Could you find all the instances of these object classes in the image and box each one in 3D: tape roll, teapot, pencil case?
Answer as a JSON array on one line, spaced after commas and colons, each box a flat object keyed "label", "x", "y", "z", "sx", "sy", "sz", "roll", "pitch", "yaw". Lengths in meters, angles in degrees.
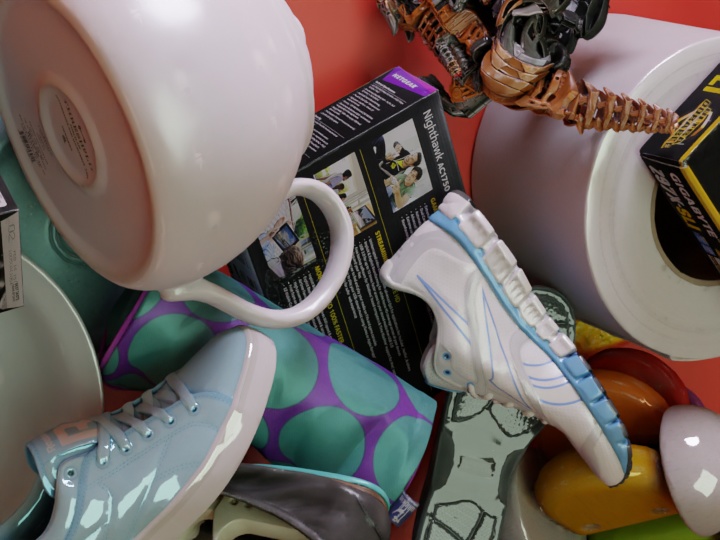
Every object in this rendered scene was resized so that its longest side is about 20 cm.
[{"label": "tape roll", "x": 0.190, "y": -0.058, "z": 1.152, "sx": 0.201, "sy": 0.139, "sz": 0.205, "roll": -7, "pitch": 105, "yaw": -26}, {"label": "teapot", "x": -0.089, "y": -0.092, "z": 0.926, "sx": 0.145, "sy": 0.197, "sz": 0.201, "roll": -26, "pitch": 146, "yaw": -29}, {"label": "pencil case", "x": -0.053, "y": 0.069, "z": 1.022, "sx": 0.199, "sy": 0.085, "sz": 0.093, "roll": 33, "pitch": 98, "yaw": -16}]

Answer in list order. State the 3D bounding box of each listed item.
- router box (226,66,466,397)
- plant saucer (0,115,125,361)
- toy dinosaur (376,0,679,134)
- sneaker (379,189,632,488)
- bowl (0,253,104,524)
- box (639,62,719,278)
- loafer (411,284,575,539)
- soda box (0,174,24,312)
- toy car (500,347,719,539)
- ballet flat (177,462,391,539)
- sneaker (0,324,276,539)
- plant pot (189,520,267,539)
[{"label": "router box", "x": 0.000, "y": 0.000, "z": 1.099, "sx": 0.148, "sy": 0.051, "sz": 0.201, "roll": -30, "pitch": 125, "yaw": -19}, {"label": "plant saucer", "x": -0.163, "y": -0.027, "z": 1.033, "sx": 0.198, "sy": 0.036, "sz": 0.202, "roll": -7, "pitch": 106, "yaw": -27}, {"label": "toy dinosaur", "x": 0.103, "y": -0.140, "z": 1.061, "sx": 0.199, "sy": 0.102, "sz": 0.136, "roll": 33, "pitch": 99, "yaw": 4}, {"label": "sneaker", "x": 0.085, "y": 0.056, "z": 1.076, "sx": 0.086, "sy": 0.075, "sz": 0.201, "roll": -37, "pitch": 93, "yaw": 0}, {"label": "bowl", "x": -0.243, "y": 0.076, "z": 0.952, "sx": 0.200, "sy": 0.090, "sz": 0.203, "roll": -1, "pitch": 92, "yaw": -34}, {"label": "box", "x": 0.280, "y": -0.079, "z": 1.088, "sx": 0.200, "sy": 0.049, "sz": 0.160, "roll": -45, "pitch": 117, "yaw": -12}, {"label": "loafer", "x": 0.074, "y": 0.101, "z": 1.139, "sx": 0.071, "sy": 0.063, "sz": 0.202, "roll": 21, "pitch": 90, "yaw": -13}, {"label": "soda box", "x": -0.230, "y": -0.062, "z": 0.892, "sx": 0.063, "sy": 0.201, "sz": 0.071, "roll": -17, "pitch": 141, "yaw": -22}, {"label": "toy car", "x": 0.185, "y": 0.133, "z": 1.200, "sx": 0.200, "sy": 0.174, "sz": 0.151, "roll": 42, "pitch": 39, "yaw": -45}, {"label": "ballet flat", "x": -0.081, "y": 0.130, "z": 0.983, "sx": 0.069, "sy": 0.198, "sz": 0.068, "roll": -64, "pitch": 150, "yaw": -32}, {"label": "sneaker", "x": -0.125, "y": 0.099, "z": 0.920, "sx": 0.082, "sy": 0.074, "sz": 0.201, "roll": 42, "pitch": 82, "yaw": -30}, {"label": "plant pot", "x": -0.070, "y": 0.202, "z": 1.070, "sx": 0.199, "sy": 0.200, "sz": 0.136, "roll": 22, "pitch": 61, "yaw": -30}]
